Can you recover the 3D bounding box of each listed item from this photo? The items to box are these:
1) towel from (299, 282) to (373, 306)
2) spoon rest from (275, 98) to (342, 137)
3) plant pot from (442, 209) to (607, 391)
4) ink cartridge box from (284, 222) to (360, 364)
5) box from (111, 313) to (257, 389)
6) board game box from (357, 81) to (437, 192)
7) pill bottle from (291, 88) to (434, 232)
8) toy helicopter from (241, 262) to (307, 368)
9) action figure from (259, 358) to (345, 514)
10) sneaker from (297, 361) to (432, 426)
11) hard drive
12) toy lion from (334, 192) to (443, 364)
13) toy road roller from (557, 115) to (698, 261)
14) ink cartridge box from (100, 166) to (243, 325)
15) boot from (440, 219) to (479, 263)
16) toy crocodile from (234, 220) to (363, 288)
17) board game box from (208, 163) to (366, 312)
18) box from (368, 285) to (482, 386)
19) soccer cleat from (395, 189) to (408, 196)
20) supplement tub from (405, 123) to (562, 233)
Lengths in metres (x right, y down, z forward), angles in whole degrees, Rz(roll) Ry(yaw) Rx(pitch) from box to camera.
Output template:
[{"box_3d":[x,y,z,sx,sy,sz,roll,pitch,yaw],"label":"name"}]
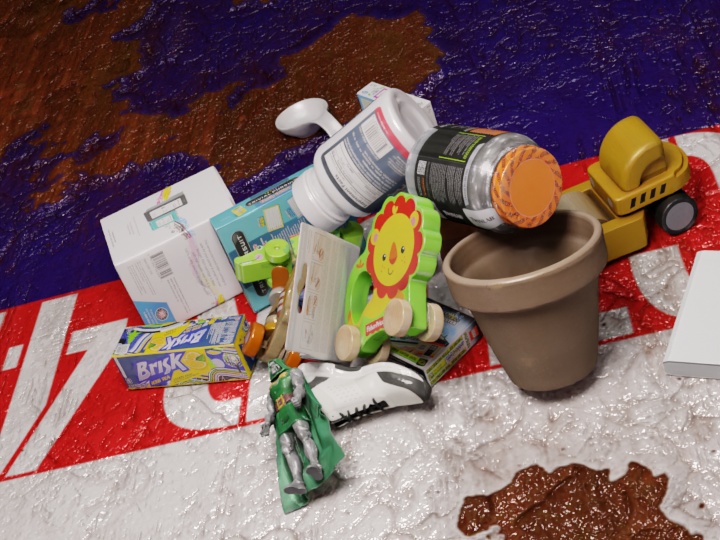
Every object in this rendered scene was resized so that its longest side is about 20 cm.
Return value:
[{"box_3d":[0.000,0.000,1.799,0.198,0.024,0.147,-30,14,-9],"label":"towel"},{"box_3d":[-0.077,-0.255,2.166,0.099,0.061,0.199,-34,39,-16],"label":"spoon rest"},{"box_3d":[0.214,0.046,1.526,0.197,0.177,0.201,-15,21,6],"label":"plant pot"},{"box_3d":[-0.062,0.032,1.622,0.047,0.200,0.163,5,83,23],"label":"ink cartridge box"},{"box_3d":[-0.249,0.117,1.782,0.197,0.071,0.065,-6,38,21],"label":"box"},{"box_3d":[0.075,-0.175,1.869,0.034,0.202,0.134,-38,40,-22],"label":"board game box"},{"box_3d":[0.005,-0.146,1.729,0.199,0.119,0.120,-37,30,26],"label":"pill bottle"},{"box_3d":[-0.097,0.033,1.742,0.078,0.202,0.132,22,14,-12],"label":"toy helicopter"},{"box_3d":[-0.087,0.188,1.574,0.118,0.054,0.201,-42,41,21],"label":"action figure"},{"box_3d":[0.000,0.166,1.608,0.197,0.074,0.081,-4,54,30],"label":"sneaker"},{"box_3d":[0.458,0.052,1.536,0.130,0.027,0.201,2,43,29],"label":"hard drive"},{"box_3d":[0.039,0.005,1.595,0.199,0.068,0.195,-31,56,54],"label":"toy lion"},{"box_3d":[0.350,-0.115,1.698,0.198,0.147,0.123,-24,36,-3],"label":"toy road roller"},{"box_3d":[-0.270,-0.031,1.915,0.198,0.148,0.146,-25,36,-6],"label":"ink cartridge box"},{"box_3d":[0.169,-0.100,1.725,0.186,0.202,0.068,-29,31,-10],"label":"boot"},{"box_3d":[-0.087,-0.027,1.807,0.197,0.068,0.062,-17,46,-8],"label":"toy crocodile"},{"box_3d":[-0.103,-0.053,1.849,0.198,0.152,0.047,-27,30,-8],"label":"board game box"},{"box_3d":[0.057,0.080,1.701,0.110,0.035,0.199,-42,41,-24],"label":"box"},{"box_3d":[0.129,-0.102,1.806,0.197,0.087,0.069,-8,12,-18],"label":"soccer cleat"},{"box_3d":[0.153,-0.114,1.556,0.122,0.124,0.199,-36,26,-19],"label":"supplement tub"}]
